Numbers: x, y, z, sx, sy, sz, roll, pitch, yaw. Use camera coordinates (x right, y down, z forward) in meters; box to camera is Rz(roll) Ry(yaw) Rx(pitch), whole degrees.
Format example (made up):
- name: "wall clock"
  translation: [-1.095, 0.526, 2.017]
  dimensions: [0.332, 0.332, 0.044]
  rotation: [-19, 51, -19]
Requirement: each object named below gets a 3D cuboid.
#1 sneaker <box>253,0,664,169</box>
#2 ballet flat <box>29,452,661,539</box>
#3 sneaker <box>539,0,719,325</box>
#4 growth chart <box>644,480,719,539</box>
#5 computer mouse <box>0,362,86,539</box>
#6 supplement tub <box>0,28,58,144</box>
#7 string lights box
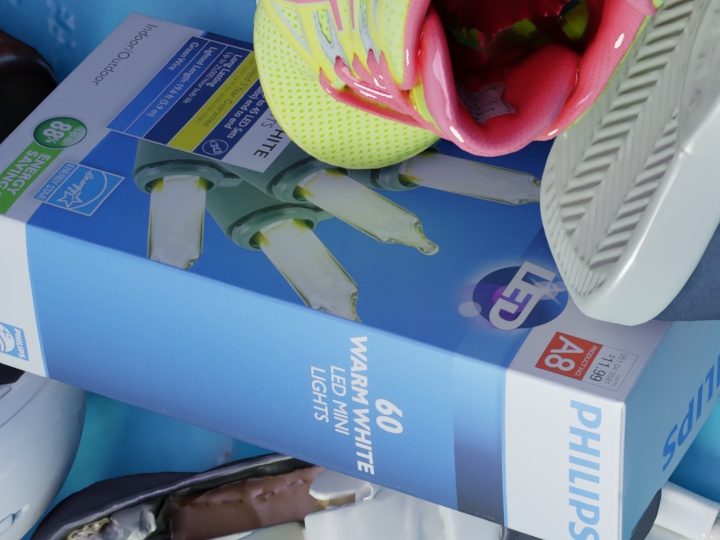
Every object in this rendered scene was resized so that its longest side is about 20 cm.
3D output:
- name: "sneaker"
  translation: [0.021, -0.062, 0.708]
  dimensions: [0.078, 0.200, 0.091]
  rotation: [14, 64, -16]
- name: "ballet flat"
  translation: [-0.015, 0.079, 0.827]
  dimensions: [0.199, 0.073, 0.074]
  rotation: [-12, 88, 24]
- name: "sneaker"
  translation: [0.119, -0.066, 0.691]
  dimensions: [0.200, 0.084, 0.075]
  rotation: [-59, 35, 39]
- name: "growth chart"
  translation: [0.028, 0.133, 0.856]
  dimensions: [0.144, 0.018, 0.201]
  rotation: [31, 105, 19]
- name: "computer mouse"
  translation: [-0.128, 0.075, 0.835]
  dimensions: [0.044, 0.200, 0.110]
  rotation: [25, 142, 19]
- name: "supplement tub"
  translation: [-0.195, -0.059, 0.895]
  dimensions: [0.199, 0.107, 0.107]
  rotation: [28, 104, 20]
- name: "string lights box"
  translation: [0.000, 0.000, 0.808]
  dimensions: [0.199, 0.103, 0.059]
  rotation: [16, 133, 22]
